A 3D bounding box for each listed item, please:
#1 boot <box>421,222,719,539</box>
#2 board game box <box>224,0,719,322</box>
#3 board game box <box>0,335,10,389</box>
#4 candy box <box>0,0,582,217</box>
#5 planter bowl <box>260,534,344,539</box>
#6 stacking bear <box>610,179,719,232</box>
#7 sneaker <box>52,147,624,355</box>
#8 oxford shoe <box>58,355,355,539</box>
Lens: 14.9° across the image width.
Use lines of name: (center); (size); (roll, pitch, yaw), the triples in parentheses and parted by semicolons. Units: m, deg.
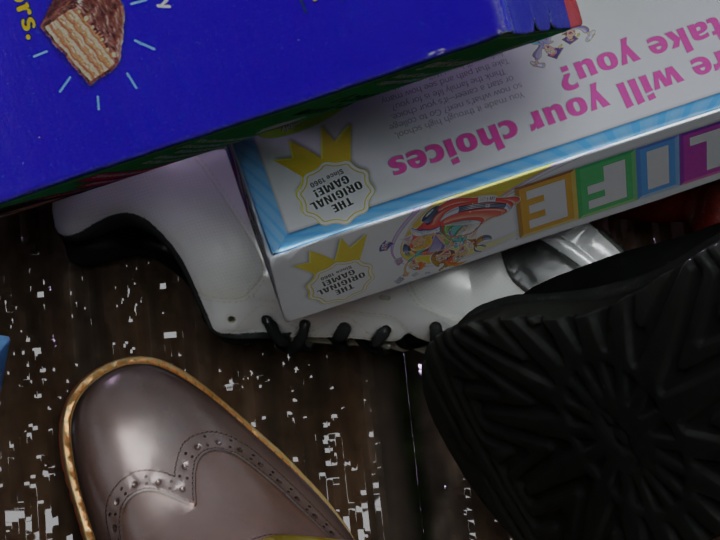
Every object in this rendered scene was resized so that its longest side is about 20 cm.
boot: (0.123, 0.006, 0.709); (0.157, 0.211, 0.080); (-30, 95, -30)
board game box: (0.052, -0.078, 0.768); (0.199, 0.034, 0.135); (-18, 58, -4)
board game box: (-0.182, 0.104, 0.718); (0.150, 0.037, 0.201); (10, 100, -1)
candy box: (-0.066, -0.110, 0.694); (0.199, 0.077, 0.170); (-16, 93, 22)
planter bowl: (0.065, 0.124, 0.668); (0.199, 0.200, 0.084); (12, 87, -1)
stacking bear: (0.143, -0.030, 0.807); (0.199, 0.122, 0.114); (22, 67, 11)
sneaker: (0.000, 0.000, 0.805); (0.199, 0.074, 0.080); (25, 74, 13)
oxford shoe: (-0.018, 0.101, 0.760); (0.071, 0.073, 0.200); (-33, 76, -14)
